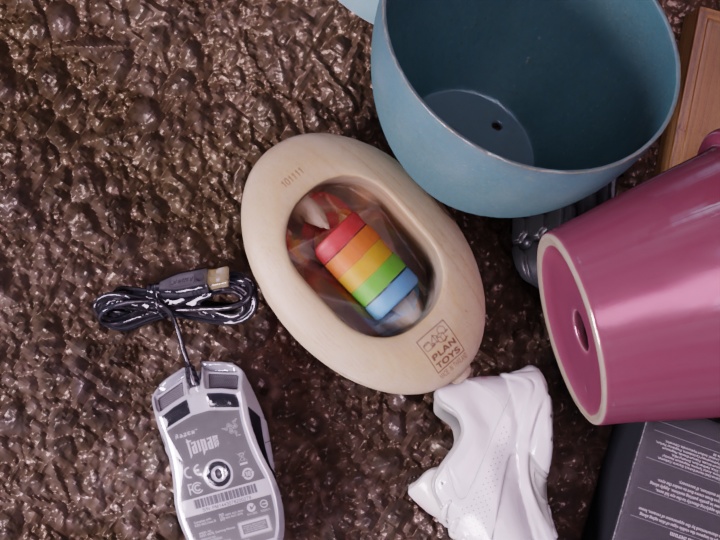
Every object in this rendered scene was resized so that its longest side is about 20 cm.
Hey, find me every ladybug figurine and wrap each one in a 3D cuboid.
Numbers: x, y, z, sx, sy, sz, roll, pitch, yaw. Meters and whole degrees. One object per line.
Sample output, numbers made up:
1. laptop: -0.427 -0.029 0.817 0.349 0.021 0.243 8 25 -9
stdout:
1. ladybug figurine: 0.000 0.000 1.555 0.136 0.072 0.200 -39 91 -15

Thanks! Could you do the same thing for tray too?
1. tray: 0.260 -0.075 1.638 0.098 0.037 0.202 14 79 -10

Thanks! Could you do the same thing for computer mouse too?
1. computer mouse: -0.101 0.099 1.532 0.109 0.044 0.202 -14 90 8

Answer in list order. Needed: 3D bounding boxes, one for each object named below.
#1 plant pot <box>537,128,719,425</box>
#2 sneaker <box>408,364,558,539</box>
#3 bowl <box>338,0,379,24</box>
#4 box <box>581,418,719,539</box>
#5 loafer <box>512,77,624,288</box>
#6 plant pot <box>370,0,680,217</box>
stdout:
1. plant pot: 0.217 0.014 1.502 0.178 0.200 0.201 -14 86 -8
2. sneaker: 0.081 0.166 1.558 0.099 0.078 0.202 -2 75 -4
3. bowl: 0.056 -0.267 1.585 0.199 0.105 0.203 1 83 -11
4. box: 0.257 0.187 1.582 0.199 0.079 0.142 20 76 -9
5. loafer: 0.148 -0.079 1.606 0.070 0.068 0.202 23 68 -44
6. plant pot: 0.090 -0.112 1.512 0.199 0.135 0.201 9 57 -14
